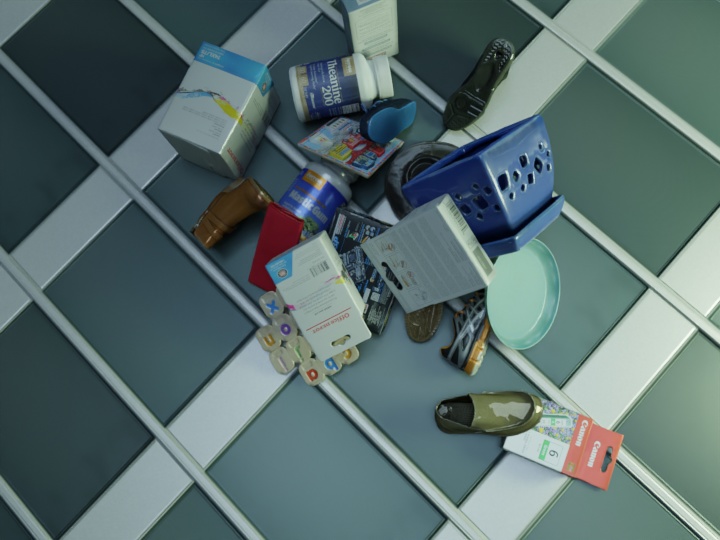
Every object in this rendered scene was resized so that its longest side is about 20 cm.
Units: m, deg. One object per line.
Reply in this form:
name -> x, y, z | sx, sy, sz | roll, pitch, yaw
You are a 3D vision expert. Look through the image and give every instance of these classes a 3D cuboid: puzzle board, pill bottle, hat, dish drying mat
puzzle board -> -0.014, -0.249, 1.314 | 0.149, 0.200, 0.018 | 26, 125, 10
pill bottle -> -0.087, -0.138, 1.316 | 0.112, 0.112, 0.201 | 34, 82, 11
hat -> 0.144, -0.180, 1.321 | 0.198, 0.081, 0.203 | -1, 76, 4
pill bottle -> -0.038, -0.373, 1.366 | 0.197, 0.111, 0.112 | -11, 76, 2
dish drying mat -> -0.159, -0.035, 1.271 | 0.076, 0.201, 0.018 | 27, 42, 5

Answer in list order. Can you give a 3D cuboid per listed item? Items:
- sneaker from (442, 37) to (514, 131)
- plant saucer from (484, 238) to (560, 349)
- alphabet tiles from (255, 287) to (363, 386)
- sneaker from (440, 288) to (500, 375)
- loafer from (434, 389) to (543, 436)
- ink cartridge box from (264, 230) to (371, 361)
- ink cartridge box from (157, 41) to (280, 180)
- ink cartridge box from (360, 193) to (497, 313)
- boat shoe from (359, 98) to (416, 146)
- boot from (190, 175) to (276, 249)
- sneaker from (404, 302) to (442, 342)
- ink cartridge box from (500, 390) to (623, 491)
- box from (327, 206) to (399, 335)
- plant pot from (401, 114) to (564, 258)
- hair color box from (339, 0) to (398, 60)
sneaker -> 0.242, -0.370, 1.369 | 0.076, 0.114, 0.201 | 34, 109, 7
plant saucer -> 0.290, 0.041, 1.231 | 0.198, 0.027, 0.203 | -3, 96, -36
alphabet tiles -> -0.097, 0.107, 1.276 | 0.199, 0.015, 0.197 | -33, 89, 11
sneaker -> 0.212, 0.089, 1.259 | 0.076, 0.078, 0.202 | 19, 77, 20
loafer -> 0.219, 0.252, 1.191 | 0.198, 0.067, 0.077 | -14, 62, 22
ink cartridge box -> -0.069, 0.046, 1.216 | 0.114, 0.068, 0.202 | -26, 99, 12
ink cartridge box -> -0.277, -0.313, 1.354 | 0.145, 0.147, 0.202 | 23, 79, 10
ink cartridge box -> 0.116, -0.024, 1.178 | 0.057, 0.199, 0.163 | -43, 103, -38
boat shoe -> 0.041, -0.292, 1.325 | 0.068, 0.200, 0.085 | 19, 114, 22
boot -> -0.246, -0.103, 1.296 | 0.155, 0.200, 0.074 | -48, 114, -10
sneaker -> 0.124, 0.028, 1.291 | 0.070, 0.113, 0.203 | 6, 107, 4
ink cartridge box -> 0.361, 0.303, 1.205 | 0.198, 0.050, 0.110 | 21, 79, 11
box -> 0.000, 0.000, 1.278 | 0.157, 0.046, 0.202 | 20, 99, 9
plant pot -> 0.225, -0.130, 1.180 | 0.199, 0.199, 0.181 | -35, 102, -37
hair color box -> 0.019, -0.490, 1.343 | 0.098, 0.200, 0.061 | -23, 75, -1
